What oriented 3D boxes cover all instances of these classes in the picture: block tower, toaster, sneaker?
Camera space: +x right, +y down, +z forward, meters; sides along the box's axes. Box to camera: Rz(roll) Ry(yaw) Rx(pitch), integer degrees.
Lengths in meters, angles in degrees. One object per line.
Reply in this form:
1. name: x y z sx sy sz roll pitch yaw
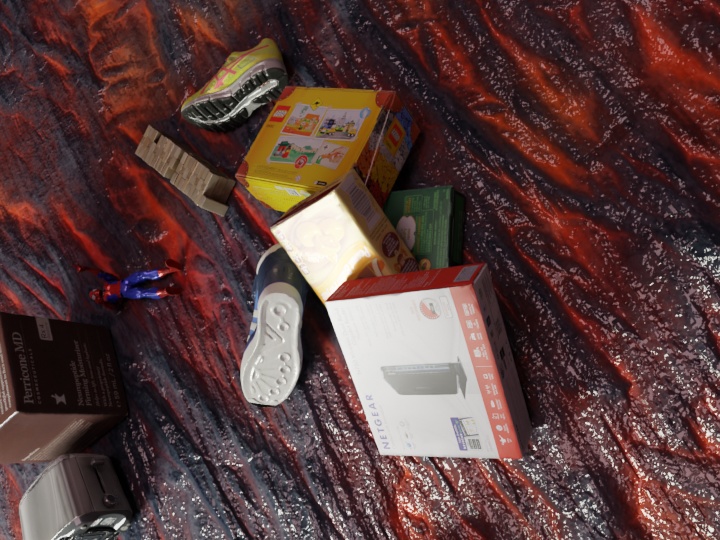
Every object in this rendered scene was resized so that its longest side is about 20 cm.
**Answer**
1. block tower: -0.274 -0.160 1.122 0.199 0.054 0.059 38 102 33
2. toaster: -0.442 0.373 1.091 0.200 0.112 0.131 -46 55 20
3. sneaker: -0.112 0.063 0.963 0.148 0.078 0.204 -94 14 -56
4. sneaker: -0.191 -0.282 1.087 0.196 0.078 0.093 -20 61 24

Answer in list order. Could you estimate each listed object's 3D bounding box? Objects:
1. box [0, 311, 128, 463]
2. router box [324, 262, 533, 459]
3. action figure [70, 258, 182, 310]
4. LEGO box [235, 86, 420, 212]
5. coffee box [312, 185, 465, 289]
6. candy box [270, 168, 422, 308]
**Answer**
1. box: -0.502 0.188 1.117 0.163 0.198 0.169 -35 63 22
2. router box: 0.074 0.103 0.766 0.175 0.049 0.205 -8 112 33
3. action figure: -0.384 0.021 1.137 0.196 0.098 0.067 -13 71 34
4. LEGO box: -0.045 -0.150 0.916 0.196 0.077 0.152 15 70 40
5. coffee box: 0.033 -0.033 0.890 0.195 0.044 0.127 -3 77 34
6. candy box: 0.000 0.000 0.818 0.114 0.055 0.202 -24 107 40
